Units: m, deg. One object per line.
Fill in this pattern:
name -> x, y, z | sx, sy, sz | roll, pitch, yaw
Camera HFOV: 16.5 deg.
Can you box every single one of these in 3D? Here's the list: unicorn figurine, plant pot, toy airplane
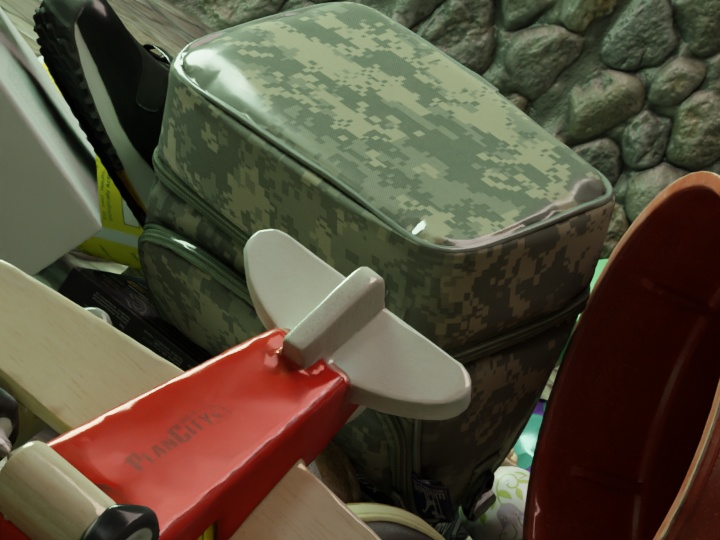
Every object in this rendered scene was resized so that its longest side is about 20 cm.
unicorn figurine -> 0.100, 0.154, 1.158 | 0.200, 0.074, 0.137 | 42, -7, 19
plant pot -> 0.197, 0.085, 1.041 | 0.195, 0.201, 0.201 | 20, 11, -13
toy airplane -> -0.057, 0.078, 0.835 | 0.199, 0.141, 0.200 | 6, 39, -13

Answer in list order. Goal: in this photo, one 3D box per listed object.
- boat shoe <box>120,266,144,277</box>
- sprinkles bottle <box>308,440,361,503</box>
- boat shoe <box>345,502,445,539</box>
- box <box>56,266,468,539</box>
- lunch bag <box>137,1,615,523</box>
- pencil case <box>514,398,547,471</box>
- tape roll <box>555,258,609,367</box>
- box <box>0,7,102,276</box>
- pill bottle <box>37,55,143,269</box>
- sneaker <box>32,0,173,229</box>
boat shoe -> -0.045, 0.042, 1.395 | 0.201, 0.063, 0.073 | 36, 8, 16
sprinkles bottle -> -0.060, 0.095, 0.991 | 0.068, 0.068, 0.200 | 36, 8, 17
boat shoe -> 0.035, 0.150, 1.028 | 0.065, 0.073, 0.200 | 34, 5, 41
box -> -0.048, 0.077, 1.220 | 0.200, 0.050, 0.158 | 37, 8, 18
lunch bag -> 0.000, 0.000, 1.116 | 0.200, 0.168, 0.139 | 36, 41, 28
pencil case -> 0.138, 0.153, 1.399 | 0.200, 0.085, 0.093 | 42, -33, 44
tape roll -> 0.152, 0.077, 1.502 | 0.200, 0.200, 0.048 | 30, 37, -30
box -> -0.195, -0.063, 1.153 | 0.124, 0.097, 0.200 | 56, 2, -15
pill bottle -> -0.130, -0.061, 1.359 | 0.200, 0.113, 0.112 | 15, -5, 35
sneaker -> -0.086, -0.077, 1.194 | 0.070, 0.090, 0.200 | 49, -11, 44
